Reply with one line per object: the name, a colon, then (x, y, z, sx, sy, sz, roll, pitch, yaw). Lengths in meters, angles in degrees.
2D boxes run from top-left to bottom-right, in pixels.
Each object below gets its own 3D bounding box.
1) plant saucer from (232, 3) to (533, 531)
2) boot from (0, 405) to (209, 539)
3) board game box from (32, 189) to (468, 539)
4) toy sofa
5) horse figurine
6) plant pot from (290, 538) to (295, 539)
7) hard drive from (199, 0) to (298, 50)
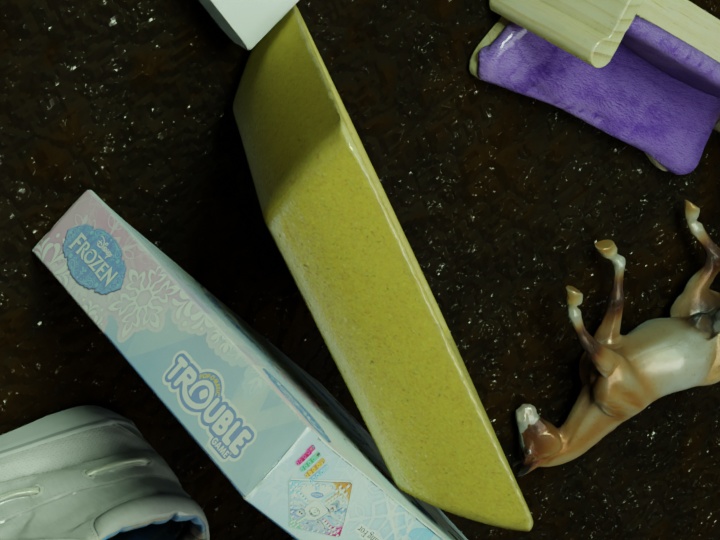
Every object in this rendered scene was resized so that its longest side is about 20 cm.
plant saucer: (0.000, 0.000, 0.972, 0.048, 0.200, 0.201, -25, 114, 1)
boot: (-0.167, 0.128, 1.000, 0.199, 0.095, 0.074, -25, 129, -26)
board game box: (-0.034, 0.073, 1.001, 0.043, 0.200, 0.199, -46, 135, 0)
toy sofa: (0.155, -0.101, 1.133, 0.200, 0.083, 0.098, 22, 100, -45)
horse figurine: (0.170, 0.030, 1.250, 0.199, 0.050, 0.133, -26, 129, -25)
plant pot: (0.022, 0.264, 1.165, 0.186, 0.200, 0.188, -20, 127, -29)
hard drive: (-0.017, -0.210, 0.958, 0.200, 0.025, 0.132, -46, 130, -7)
